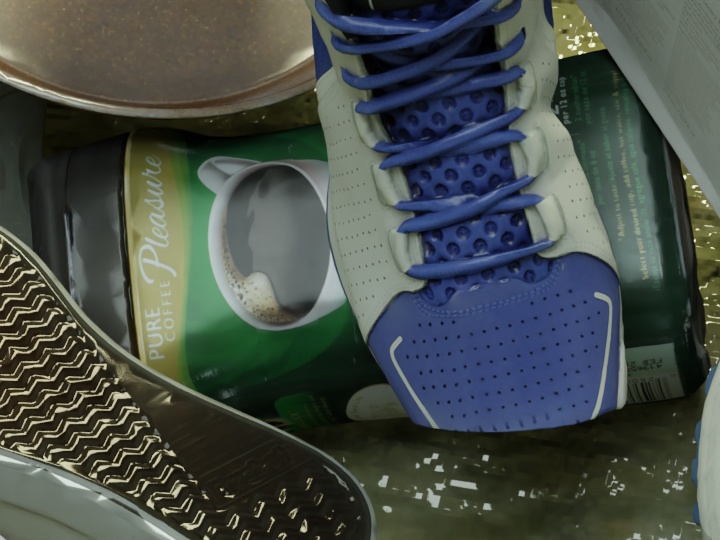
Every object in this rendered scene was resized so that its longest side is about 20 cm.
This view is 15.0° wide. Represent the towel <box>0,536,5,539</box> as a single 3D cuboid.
[{"bbox_3d":[-0.119,0.127,0.786,0.144,0.023,0.200,-42,76,-12],"label":"towel"}]

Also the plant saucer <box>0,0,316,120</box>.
[{"bbox_3d":[-0.066,-0.127,0.840,0.200,0.035,0.201,4,64,-8],"label":"plant saucer"}]

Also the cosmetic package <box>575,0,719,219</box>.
[{"bbox_3d":[0.087,-0.105,0.761,0.051,0.083,0.200,-23,64,-16],"label":"cosmetic package"}]

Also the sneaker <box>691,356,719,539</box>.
[{"bbox_3d":[0.136,0.090,0.718,0.085,0.077,0.201,-8,71,59],"label":"sneaker"}]

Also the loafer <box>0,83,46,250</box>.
[{"bbox_3d":[-0.133,-0.006,0.874,0.072,0.063,0.201,7,76,-15],"label":"loafer"}]

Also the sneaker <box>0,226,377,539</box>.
[{"bbox_3d":[-0.093,0.052,0.756,0.200,0.085,0.073,34,56,10],"label":"sneaker"}]

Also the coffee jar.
[{"bbox_3d":[0.000,0.000,0.818,0.199,0.085,0.105,-8,72,8],"label":"coffee jar"}]

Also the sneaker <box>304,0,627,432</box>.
[{"bbox_3d":[0.016,-0.054,0.715,0.080,0.115,0.200,-10,88,8],"label":"sneaker"}]
